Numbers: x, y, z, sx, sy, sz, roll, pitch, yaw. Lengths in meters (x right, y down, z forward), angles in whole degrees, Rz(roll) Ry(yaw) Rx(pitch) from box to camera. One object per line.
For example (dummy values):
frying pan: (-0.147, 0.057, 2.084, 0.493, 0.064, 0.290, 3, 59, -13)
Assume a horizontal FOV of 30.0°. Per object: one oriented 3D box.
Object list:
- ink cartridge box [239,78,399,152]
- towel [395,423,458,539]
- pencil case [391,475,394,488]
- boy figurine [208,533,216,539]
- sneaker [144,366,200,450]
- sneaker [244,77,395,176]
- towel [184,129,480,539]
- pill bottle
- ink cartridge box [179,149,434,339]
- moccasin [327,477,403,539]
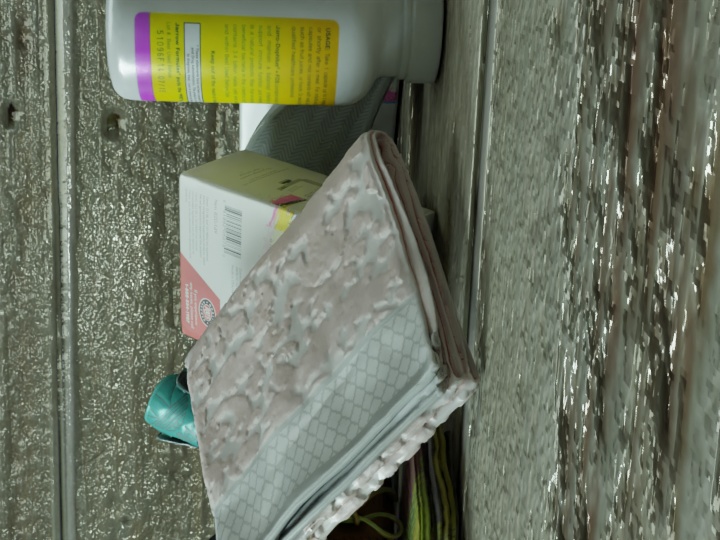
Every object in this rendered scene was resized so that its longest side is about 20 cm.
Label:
ink cartridge box: (-0.034, -0.178, 1.089, 0.126, 0.127, 0.201, -92, 6, -47)
towel: (0.034, 0.190, 0.744, 0.201, 0.022, 0.145, 95, 174, -48)
pencil case: (-0.027, 0.183, 0.838, 0.083, 0.090, 0.202, 60, -145, -74)
boy figurine: (-0.046, 0.252, 0.961, 0.200, 0.064, 0.125, 49, -170, -45)
sneaker: (-0.115, 0.135, 1.072, 0.201, 0.120, 0.084, -84, 16, -58)
sneaker: (-0.019, -0.126, 0.959, 0.201, 0.073, 0.116, -54, 11, 15)
towel: (-0.028, 0.050, 0.729, 0.200, 0.032, 0.192, -48, 36, 27)
pill bottle: (-0.051, -0.154, 0.822, 0.104, 0.197, 0.106, -178, 90, -86)
ink cartridge box: (-0.022, 0.009, 0.846, 0.067, 0.199, 0.118, -25, -53, -46)
moccasin: (-0.011, 0.161, 0.750, 0.078, 0.073, 0.204, 146, 130, -68)
